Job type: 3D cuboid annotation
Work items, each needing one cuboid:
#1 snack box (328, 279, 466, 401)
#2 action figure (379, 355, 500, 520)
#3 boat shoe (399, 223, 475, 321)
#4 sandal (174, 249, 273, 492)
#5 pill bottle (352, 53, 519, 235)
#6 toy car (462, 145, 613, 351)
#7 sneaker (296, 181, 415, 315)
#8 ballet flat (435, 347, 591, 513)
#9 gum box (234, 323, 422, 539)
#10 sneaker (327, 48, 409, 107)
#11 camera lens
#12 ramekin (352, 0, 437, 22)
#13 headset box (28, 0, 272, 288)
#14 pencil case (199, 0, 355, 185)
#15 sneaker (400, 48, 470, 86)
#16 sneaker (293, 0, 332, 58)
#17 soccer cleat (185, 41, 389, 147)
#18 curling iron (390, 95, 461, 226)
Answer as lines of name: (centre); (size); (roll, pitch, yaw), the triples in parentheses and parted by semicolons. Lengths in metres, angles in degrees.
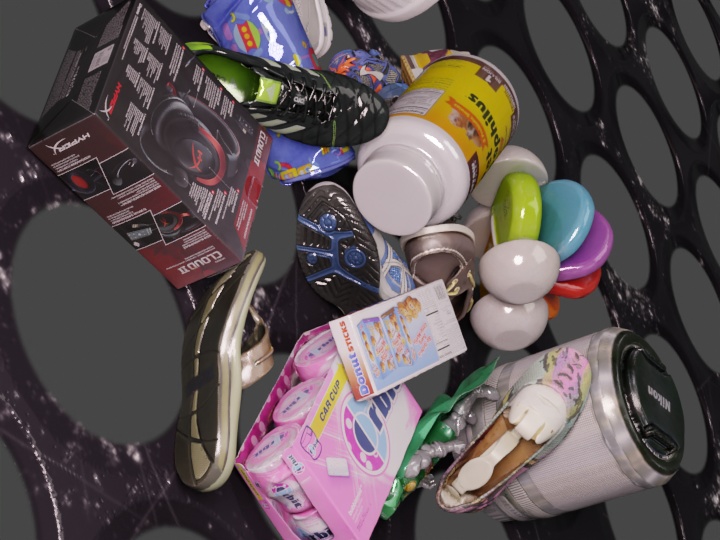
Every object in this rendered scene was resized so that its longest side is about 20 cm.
snack box: (0.037, 0.059, 1.404); (0.200, 0.024, 0.072); (-18, 90, -63)
action figure: (0.060, 0.164, 1.443); (0.055, 0.118, 0.200); (41, 41, 7)
boat shoe: (0.079, 0.004, 1.547); (0.200, 0.071, 0.060); (66, 18, -75)
sandal: (-0.101, 0.080, 1.244); (0.057, 0.080, 0.202); (21, 61, -29)
pill bottle: (0.067, -0.115, 1.474); (0.109, 0.109, 0.200); (58, 38, -17)
toy car: (0.187, -0.023, 1.659); (0.200, 0.149, 0.176); (94, -6, -53)
sneaker: (0.000, 0.000, 1.479); (0.077, 0.075, 0.201); (-74, 143, -56)
ballet flat: (0.141, 0.157, 1.480); (0.069, 0.200, 0.071); (43, 18, 9)
gum box: (-0.026, 0.143, 1.338); (0.114, 0.066, 0.200); (57, 31, -20)
sneaker: (-0.013, -0.179, 1.577); (0.079, 0.075, 0.200); (60, 22, 3)
camera lens: (0.208, 0.155, 1.577); (0.160, 0.199, 0.161); (37, 42, -42)
ramekin: (0.026, -0.365, 1.635); (0.094, 0.202, 0.203); (16, 57, -38)
headset box: (-0.155, -0.095, 1.273); (0.200, 0.075, 0.149); (46, 37, -33)
pencil case: (-0.078, -0.174, 1.448); (0.078, 0.087, 0.201); (-75, 142, -83)
sneaker: (0.105, -0.172, 1.664); (0.200, 0.090, 0.075); (-111, -169, -45)
sneaker: (-0.086, -0.295, 1.513); (0.082, 0.075, 0.201); (-29, 97, -62)
soccer cleat: (-0.068, -0.149, 1.366); (0.081, 0.199, 0.068); (-141, -115, -77)
curling iron: (0.064, -0.109, 1.617); (0.026, 0.050, 0.200); (-43, 140, -17)
